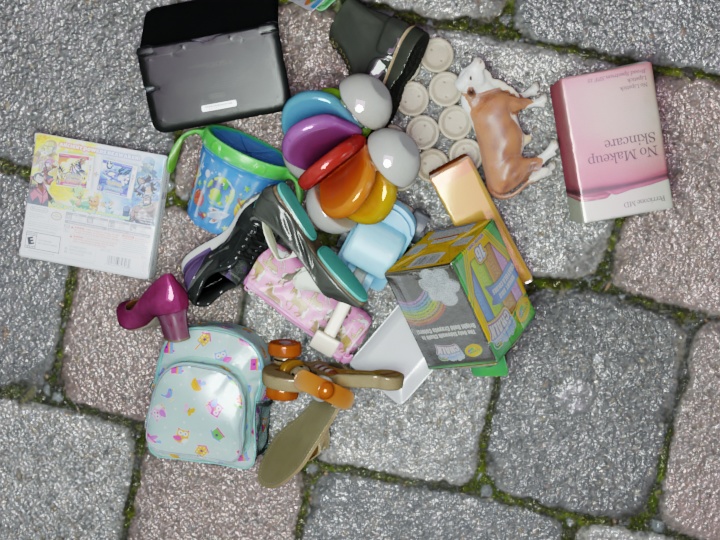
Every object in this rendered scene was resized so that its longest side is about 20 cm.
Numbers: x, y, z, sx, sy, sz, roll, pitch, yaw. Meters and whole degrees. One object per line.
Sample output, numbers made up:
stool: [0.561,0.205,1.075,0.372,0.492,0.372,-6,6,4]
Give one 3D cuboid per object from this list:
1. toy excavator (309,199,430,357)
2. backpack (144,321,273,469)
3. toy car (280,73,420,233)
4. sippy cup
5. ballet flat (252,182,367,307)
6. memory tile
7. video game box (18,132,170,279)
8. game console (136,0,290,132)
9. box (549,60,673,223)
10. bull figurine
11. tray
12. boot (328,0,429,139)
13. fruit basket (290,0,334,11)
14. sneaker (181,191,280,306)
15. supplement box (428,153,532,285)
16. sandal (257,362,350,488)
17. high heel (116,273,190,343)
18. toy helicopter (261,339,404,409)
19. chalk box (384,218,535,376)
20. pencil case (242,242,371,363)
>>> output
toy excavator: [0.000,0.000,1.360,0.099,0.200,0.195,29,117,0]
backpack: [-0.214,0.174,1.410,0.174,0.153,0.202,8,88,8]
toy car: [-0.035,-0.153,1.283,0.175,0.149,0.201,-37,68,31]
sippy cup: [-0.180,-0.118,1.397,0.178,0.139,0.131,37,110,34]
ballet flat: [-0.071,-0.021,1.292,0.068,0.068,0.201,-37,86,20]
memory tile: [0.082,-0.223,1.423,0.152,0.017,0.202,-16,94,5]
video game box: [-0.388,-0.095,1.448,0.198,0.047,0.184,11,97,2]
game console: [-0.203,-0.300,1.395,0.198,0.116,0.177,-10,102,5]
box: [0.345,-0.174,1.364,0.127,0.109,0.202,-10,94,4]
bull figurine: [0.205,-0.205,1.390,0.120,0.065,0.202,-14,100,-1]
tray: [0.084,0.090,1.438,0.107,0.022,0.200,39,96,-14]
boot: [-0.007,-0.274,1.392,0.138,0.077,0.201,33,100,16]
fruit basket: [-0.024,-0.421,1.314,0.185,0.200,0.094,-40,112,1]
sneaker: [-0.157,-0.022,1.343,0.200,0.088,0.076,-40,126,16]
supplement box: [0.169,-0.062,1.398,0.066,0.069,0.201,-27,96,6]
sandal: [-0.062,0.238,1.444,0.069,0.078,0.213,30,94,-43]
high heel: [-0.296,0.037,1.392,0.067,0.199,0.097,-20,109,-38]
toy helicopter: [-0.035,0.148,1.347,0.198,0.132,0.080,3,97,-10]
chalk box: [0.146,0.052,1.338,0.124,0.124,0.201,-9,115,42]
pencil case: [-0.076,0.046,1.422,0.199,0.083,0.087,36,99,-1]
